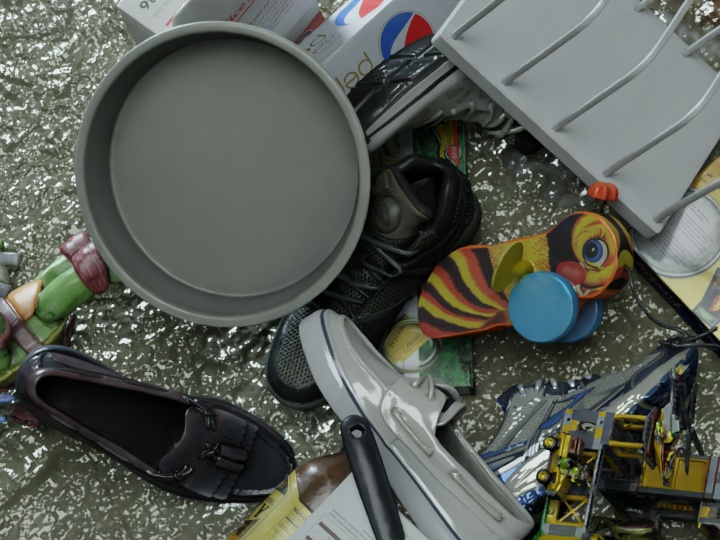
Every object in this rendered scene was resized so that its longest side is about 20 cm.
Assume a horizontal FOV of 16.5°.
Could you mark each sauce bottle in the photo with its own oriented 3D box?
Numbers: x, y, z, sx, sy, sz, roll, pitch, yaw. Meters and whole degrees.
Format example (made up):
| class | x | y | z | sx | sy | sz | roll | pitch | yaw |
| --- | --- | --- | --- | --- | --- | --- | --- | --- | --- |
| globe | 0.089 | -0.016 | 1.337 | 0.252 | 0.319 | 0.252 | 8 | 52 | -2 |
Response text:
| class | x | y | z | sx | sy | sz | roll | pitch | yaw |
| --- | --- | --- | --- | --- | --- | --- | --- | --- | --- |
| sauce bottle | -0.037 | 0.171 | 1.650 | 0.065 | 0.065 | 0.200 | 41 | 78 | 20 |

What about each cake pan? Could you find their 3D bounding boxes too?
| class | x | y | z | sx | sy | sz | roll | pitch | yaw |
| --- | --- | --- | --- | --- | --- | --- | --- | --- | --- |
| cake pan | -0.087 | -0.064 | 1.624 | 0.200 | 0.037 | 0.201 | 2 | 100 | 13 |

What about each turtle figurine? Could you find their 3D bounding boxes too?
| class | x | y | z | sx | sy | sz | roll | pitch | yaw |
| --- | --- | --- | --- | --- | --- | --- | --- | --- | --- |
| turtle figurine | -0.243 | -0.007 | 1.707 | 0.194 | 0.144 | 0.200 | -32 | 72 | -8 |

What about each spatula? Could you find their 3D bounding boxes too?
| class | x | y | z | sx | sy | sz | roll | pitch | yaw |
| --- | --- | --- | --- | --- | --- | --- | --- | --- | --- |
| spatula | 0.024 | 0.176 | 1.495 | 0.056 | 0.021 | 0.200 | -15 | 64 | -12 |

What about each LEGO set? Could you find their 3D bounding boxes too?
| class | x | y | z | sx | sy | sz | roll | pitch | yaw |
| --- | --- | --- | --- | --- | --- | --- | --- | --- | --- |
| LEGO set | 0.192 | 0.164 | 1.546 | 0.116 | 0.200 | 0.154 | 3 | 60 | 25 |

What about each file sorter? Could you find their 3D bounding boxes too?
| class | x | y | z | sx | sy | sz | roll | pitch | yaw |
| --- | --- | --- | --- | --- | --- | --- | --- | --- | --- |
| file sorter | 0.180 | -0.152 | 1.634 | 0.200 | 0.125 | 0.139 | 41 | 58 | -9 |

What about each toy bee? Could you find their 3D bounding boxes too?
| class | x | y | z | sx | sy | sz | roll | pitch | yaw |
| --- | --- | --- | --- | --- | --- | --- | --- | --- | --- |
| toy bee | 0.138 | -0.004 | 1.645 | 0.200 | 0.131 | 0.109 | 2 | 88 | 3 |

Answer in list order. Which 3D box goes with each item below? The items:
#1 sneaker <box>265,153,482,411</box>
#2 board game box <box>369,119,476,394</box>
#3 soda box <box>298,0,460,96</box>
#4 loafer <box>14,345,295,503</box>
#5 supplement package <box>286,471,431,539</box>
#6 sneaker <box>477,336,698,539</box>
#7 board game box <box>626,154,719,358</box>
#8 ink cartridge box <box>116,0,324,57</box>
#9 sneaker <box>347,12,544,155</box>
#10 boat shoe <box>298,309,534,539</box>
| class | x | y | z | sx | sy | sz | roll | pitch | yaw |
| --- | --- | --- | --- | --- | --- | --- | --- | --- | --- |
| sneaker | 0.000 | 0.000 | 1.660 | 0.076 | 0.114 | 0.199 | 39 | 81 | 22 |
| board game box | 0.026 | -0.008 | 1.731 | 0.105 | 0.023 | 0.200 | -4 | 69 | 5 |
| soda box | -0.004 | -0.140 | 1.733 | 0.200 | 0.068 | 0.064 | -44 | 114 | -18 |
| loafer | -0.136 | 0.109 | 1.653 | 0.200 | 0.063 | 0.072 | 22 | 91 | -8 |
| supplement package | -0.011 | 0.264 | 1.561 | 0.151 | 0.152 | 0.200 | 41 | 79 | 20 |
| sneaker | 0.134 | 0.098 | 1.646 | 0.200 | 0.077 | 0.085 | -37 | 64 | -7 |
| board game box | 0.291 | 0.011 | 1.676 | 0.135 | 0.035 | 0.200 | -38 | 68 | -7 |
| ink cartridge box | -0.097 | -0.183 | 1.719 | 0.067 | 0.200 | 0.117 | 35 | 77 | 19 |
| sneaker | 0.079 | -0.112 | 1.698 | 0.200 | 0.076 | 0.115 | -39 | 111 | -24 |
| boat shoe | 0.037 | 0.100 | 1.592 | 0.066 | 0.072 | 0.200 | -38 | 76 | 17 |
